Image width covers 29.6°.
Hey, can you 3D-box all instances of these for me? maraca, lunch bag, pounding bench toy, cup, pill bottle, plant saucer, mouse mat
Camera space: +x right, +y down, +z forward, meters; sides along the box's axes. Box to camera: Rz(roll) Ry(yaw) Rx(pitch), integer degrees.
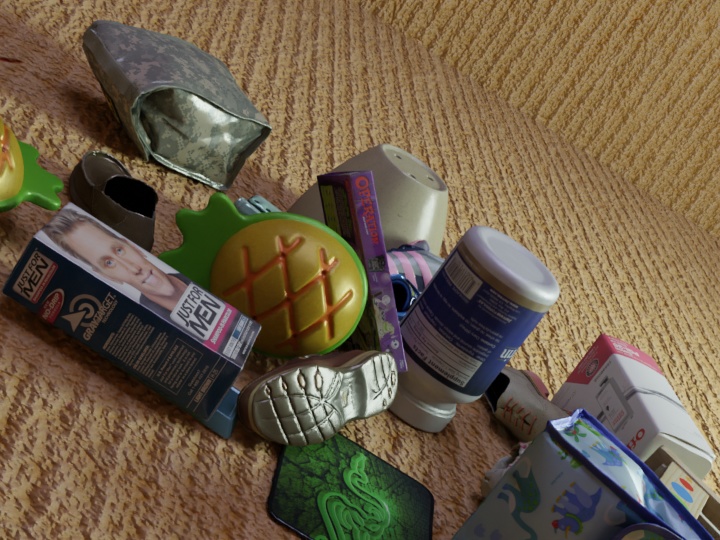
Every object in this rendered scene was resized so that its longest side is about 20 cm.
[{"bbox_3d":[-0.340,-0.096,1.167,0.137,0.107,0.200,52,24,23],"label":"maraca"},{"bbox_3d":[-0.229,-0.202,1.598,0.200,0.118,0.164,23,23,-46],"label":"lunch bag"},{"bbox_3d":[0.256,0.245,1.314,0.200,0.124,0.156,45,20,12],"label":"pounding bench toy"},{"bbox_3d":[0.027,-0.070,1.679,0.200,0.143,0.200,30,20,-12],"label":"cup"},{"bbox_3d":[0.103,0.063,1.399,0.115,0.200,0.116,31,20,-13],"label":"pill bottle"},{"bbox_3d":[-0.185,0.071,1.170,0.200,0.019,0.070,35,19,-4],"label":"plant saucer"},{"bbox_3d":[0.195,0.248,1.156,0.200,0.170,0.127,43,20,17],"label":"lunch bag"},{"bbox_3d":[-0.090,0.007,1.287,0.199,0.138,0.107,23,6,-11],"label":"maraca"},{"bbox_3d":[-0.003,0.201,1.187,0.161,0.008,0.200,32,20,-8],"label":"mouse mat"}]

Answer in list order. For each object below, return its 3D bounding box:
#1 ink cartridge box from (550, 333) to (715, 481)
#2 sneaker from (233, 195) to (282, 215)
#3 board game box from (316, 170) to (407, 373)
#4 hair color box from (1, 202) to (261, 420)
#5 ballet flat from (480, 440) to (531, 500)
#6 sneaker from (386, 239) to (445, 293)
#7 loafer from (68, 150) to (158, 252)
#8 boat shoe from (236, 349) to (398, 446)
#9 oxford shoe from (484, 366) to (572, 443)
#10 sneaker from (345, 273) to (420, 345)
[{"bbox_3d":[0.283,0.186,1.490,0.083,0.147,0.200,26,20,-21],"label":"ink cartridge box"},{"bbox_3d":[-0.097,-0.019,1.444,0.118,0.074,0.200,38,8,-13],"label":"sneaker"},{"bbox_3d":[0.000,0.000,1.371,0.032,0.201,0.120,-11,7,-12],"label":"board game box"},{"bbox_3d":[-0.187,0.032,1.141,0.200,0.061,0.100,32,19,-6],"label":"hair color box"},{"bbox_3d":[0.155,0.216,1.353,0.064,0.076,0.200,8,6,18],"label":"ballet flat"},{"bbox_3d":[0.042,-0.002,1.587,0.199,0.070,0.082,17,64,-19],"label":"sneaker"},{"bbox_3d":[-0.234,-0.067,1.339,0.076,0.068,0.200,22,23,-34],"label":"loafer"},{"bbox_3d":[-0.047,0.112,1.234,0.067,0.072,0.200,4,9,36],"label":"boat shoe"},{"bbox_3d":[0.186,0.169,1.505,0.074,0.071,0.200,19,14,-27],"label":"oxford shoe"},{"bbox_3d":[0.049,0.053,1.514,0.074,0.082,0.200,45,18,32],"label":"sneaker"}]
